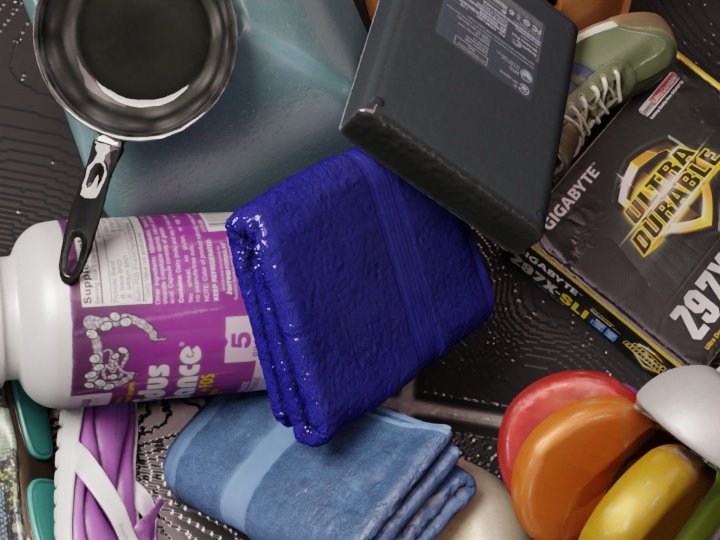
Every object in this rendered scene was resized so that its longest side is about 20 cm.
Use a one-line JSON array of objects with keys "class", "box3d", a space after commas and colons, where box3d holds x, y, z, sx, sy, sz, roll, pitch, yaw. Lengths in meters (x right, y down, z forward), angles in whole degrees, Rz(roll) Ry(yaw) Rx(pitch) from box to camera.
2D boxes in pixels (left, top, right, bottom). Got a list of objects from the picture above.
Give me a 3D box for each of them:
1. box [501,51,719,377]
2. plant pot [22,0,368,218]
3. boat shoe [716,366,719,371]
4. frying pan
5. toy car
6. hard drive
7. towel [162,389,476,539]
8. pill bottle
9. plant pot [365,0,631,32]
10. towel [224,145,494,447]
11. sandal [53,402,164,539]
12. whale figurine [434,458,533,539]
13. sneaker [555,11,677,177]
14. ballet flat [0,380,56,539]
[{"class": "box", "box3d": [0.222, -0.037, 1.151, 0.159, 0.049, 0.200, 40, 67, 7]}, {"class": "plant pot", "box3d": [-0.107, -0.137, 1.023, 0.195, 0.200, 0.197, -26, 71, 9]}, {"class": "boat shoe", "box3d": [0.235, 0.109, 1.079, 0.200, 0.071, 0.064, -37, 76, -23]}, {"class": "frying pan", "box3d": [-0.119, -0.092, 0.903, 0.114, 0.031, 0.191, -4, 100, 7]}, {"class": "toy car", "box3d": [0.152, 0.125, 0.942, 0.150, 0.200, 0.176, 38, 98, 30]}, {"class": "hard drive", "box3d": [0.068, -0.121, 1.021, 0.139, 0.033, 0.201, 34, 44, -18]}, {"class": "towel", "box3d": [-0.033, 0.118, 0.982, 0.199, 0.049, 0.112, 19, 57, 46]}, {"class": "pill bottle", "box3d": [-0.146, 0.024, 0.976, 0.199, 0.112, 0.113, -4, 68, -16]}, {"class": "plant pot", "box3d": [0.109, -0.234, 1.166, 0.198, 0.140, 0.201, 3, 67, -7]}, {"class": "towel", "box3d": [0.000, 0.000, 0.974, 0.200, 0.049, 0.149, -33, 111, -49]}, {"class": "sandal", "box3d": [-0.147, 0.140, 0.994, 0.050, 0.082, 0.204, -21, 66, 24]}, {"class": "whale figurine", "box3d": [0.035, 0.214, 0.997, 0.158, 0.104, 0.201, 22, 84, 34]}, {"class": "sneaker", "box3d": [0.136, -0.101, 1.121, 0.199, 0.067, 0.090, -23, 43, 2]}, {"class": "ballet flat", "box3d": [-0.216, 0.134, 1.006, 0.074, 0.074, 0.201, -10, 67, -13]}]
